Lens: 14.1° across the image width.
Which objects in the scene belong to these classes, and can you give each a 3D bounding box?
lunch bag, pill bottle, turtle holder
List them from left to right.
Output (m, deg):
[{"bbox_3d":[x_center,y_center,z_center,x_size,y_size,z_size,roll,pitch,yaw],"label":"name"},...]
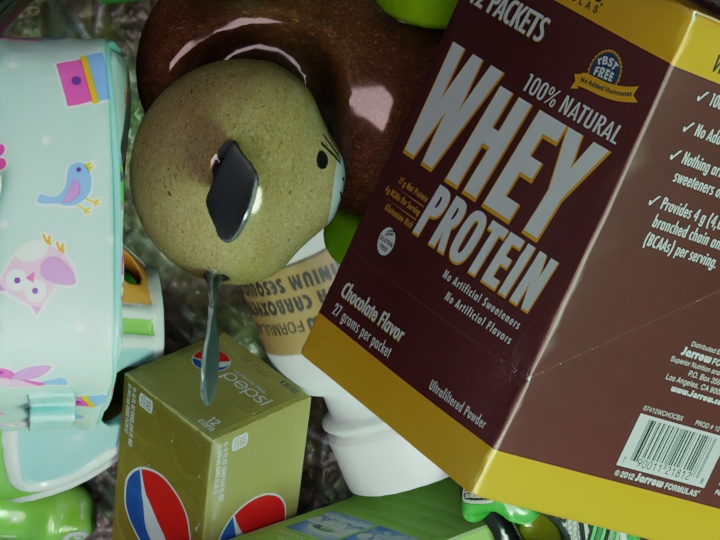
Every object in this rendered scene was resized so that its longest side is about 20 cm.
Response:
[{"bbox_3d":[-0.163,0.058,1.413,0.131,0.141,0.186,-1,96,-10],"label":"turtle holder"},{"bbox_3d":[-0.140,-0.008,1.246,0.077,0.200,0.161,3,79,-5],"label":"lunch bag"},{"bbox_3d":[0.000,0.000,1.394,0.114,0.114,0.201,-19,101,10],"label":"pill bottle"}]

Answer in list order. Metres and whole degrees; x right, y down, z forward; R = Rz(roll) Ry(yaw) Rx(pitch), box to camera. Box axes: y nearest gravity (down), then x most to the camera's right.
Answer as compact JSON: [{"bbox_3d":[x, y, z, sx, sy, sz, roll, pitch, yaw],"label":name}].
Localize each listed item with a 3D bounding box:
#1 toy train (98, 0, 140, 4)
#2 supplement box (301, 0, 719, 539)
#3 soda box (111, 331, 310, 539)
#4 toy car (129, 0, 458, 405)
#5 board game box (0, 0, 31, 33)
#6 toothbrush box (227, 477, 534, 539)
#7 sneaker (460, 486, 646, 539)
[{"bbox_3d":[-0.110,-0.216,1.362,0.056,0.042,0.201,-6,121,-8],"label":"toy train"},{"bbox_3d":[0.120,-0.008,1.175,0.197,0.133,0.201,17,103,-38],"label":"supplement box"},{"bbox_3d":[-0.078,0.136,1.418,0.068,0.064,0.201,34,132,35],"label":"soda box"},{"bbox_3d":[-0.031,-0.042,1.202,0.157,0.200,0.165,13,126,3],"label":"toy car"},{"bbox_3d":[-0.216,-0.094,1.348,0.040,0.200,0.153,43,103,-5],"label":"board game box"},{"bbox_3d":[0.008,0.191,1.395,0.086,0.200,0.146,13,112,44],"label":"toothbrush box"},{"bbox_3d":[0.082,0.071,1.340,0.078,0.085,0.201,-1,111,49],"label":"sneaker"}]
